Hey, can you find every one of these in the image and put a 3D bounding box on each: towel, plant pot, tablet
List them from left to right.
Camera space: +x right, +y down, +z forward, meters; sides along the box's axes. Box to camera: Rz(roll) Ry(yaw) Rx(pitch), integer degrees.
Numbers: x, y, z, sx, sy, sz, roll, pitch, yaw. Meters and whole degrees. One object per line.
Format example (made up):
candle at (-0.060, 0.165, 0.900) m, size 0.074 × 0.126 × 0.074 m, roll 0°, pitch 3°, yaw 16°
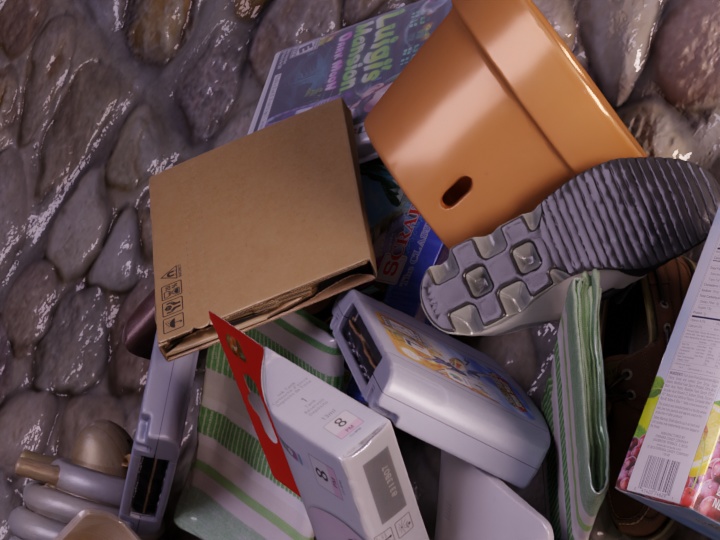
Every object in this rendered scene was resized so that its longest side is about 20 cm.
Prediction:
towel at (-0.073, 0.118, 1.628) m, size 0.152 × 0.023 × 0.201 m, roll 28°, pitch 110°, yaw 47°
tablet at (0.077, 0.222, 1.424) m, size 0.130 × 0.014 × 0.201 m, roll 38°, pitch 130°, yaw 54°
plant pot at (0.097, -0.087, 1.504) m, size 0.140 × 0.200 × 0.200 m, roll -38°, pitch 40°, yaw 8°
towel at (0.134, 0.111, 1.392) m, size 0.200 × 0.023 × 0.153 m, roll 94°, pitch 177°, yaw -60°

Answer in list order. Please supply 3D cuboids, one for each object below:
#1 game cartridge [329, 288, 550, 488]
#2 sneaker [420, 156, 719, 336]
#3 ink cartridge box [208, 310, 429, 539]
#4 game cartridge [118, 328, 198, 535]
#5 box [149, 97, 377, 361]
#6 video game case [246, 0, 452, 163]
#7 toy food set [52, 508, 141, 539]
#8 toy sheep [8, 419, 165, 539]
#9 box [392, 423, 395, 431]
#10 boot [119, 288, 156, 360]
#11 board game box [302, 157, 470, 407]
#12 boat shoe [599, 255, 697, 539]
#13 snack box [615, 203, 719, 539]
game cartridge at (0.054, 0.076, 1.467) m, size 0.042 × 0.133 × 0.200 m, roll -64°, pitch 15°, yaw 11°
sneaker at (0.141, -0.012, 1.424) m, size 0.199 × 0.088 × 0.074 m, roll -21°, pitch 72°, yaw 17°
ink cartridge box at (-0.035, 0.132, 1.460) m, size 0.057 × 0.163 × 0.200 m, roll -38°, pitch 40°, yaw -26°
game cartridge at (-0.147, 0.103, 1.670) m, size 0.200 × 0.041 × 0.134 m, roll 111°, pitch 165°, yaw -62°
box at (-0.073, -0.033, 1.602) m, size 0.163 × 0.021 × 0.200 m, roll -22°, pitch 37°, yaw 9°
video game case at (-0.002, -0.140, 1.732) m, size 0.181 × 0.023 × 0.200 m, roll -17°, pitch 31°, yaw 22°
toy food set at (-0.186, 0.296, 1.678) m, size 0.144 × 0.060 × 0.200 m, roll -47°, pitch 74°, yaw 20°
toy sheep at (-0.223, 0.217, 1.783) m, size 0.138 × 0.137 × 0.201 m, roll 18°, pitch 93°, yaw 54°
box at (-0.028, 0.100, 1.694) m, size 0.137 × 0.040 × 0.201 m, roll -13°, pitch 58°, yaw 45°
boot at (-0.140, 0.006, 1.797) m, size 0.200 × 0.186 × 0.064 m, roll -43°, pitch 71°, yaw 20°
board game box at (0.000, 0.000, 1.659) m, size 0.199 × 0.041 × 0.201 m, roll 10°, pitch 73°, yaw 50°
boat shoe at (0.174, 0.074, 1.438) m, size 0.072 × 0.068 × 0.201 m, roll -21°, pitch 53°, yaw 42°
snack box at (0.249, 0.063, 1.267) m, size 0.068 × 0.168 × 0.201 m, roll 8°, pitch 74°, yaw 51°
